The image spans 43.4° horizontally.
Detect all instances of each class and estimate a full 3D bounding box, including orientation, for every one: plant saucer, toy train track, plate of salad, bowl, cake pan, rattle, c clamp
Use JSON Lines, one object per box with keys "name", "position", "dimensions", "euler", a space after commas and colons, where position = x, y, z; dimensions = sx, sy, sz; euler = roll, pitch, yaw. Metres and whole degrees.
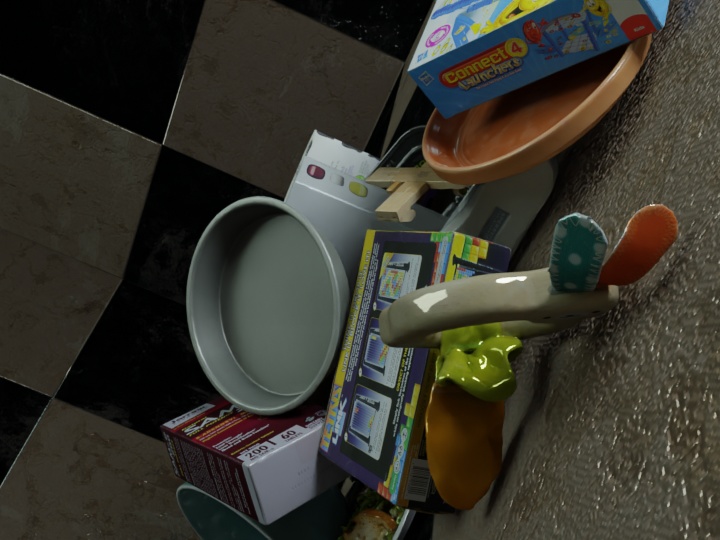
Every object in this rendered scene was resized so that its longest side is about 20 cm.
{"name": "plant saucer", "position": [0.136, -0.140, 0.710], "dimensions": [0.199, 0.032, 0.201], "euler": [-34, 27, 20]}
{"name": "toy train track", "position": [0.082, -0.092, 0.785], "dimensions": [0.114, 0.033, 0.200], "euler": [6, 40, 42]}
{"name": "plate of salad", "position": [0.019, 0.190, 0.827], "dimensions": [0.200, 0.048, 0.202], "euler": [-158, 89, -84]}
{"name": "bowl", "position": [-0.088, 0.261, 0.958], "dimensions": [0.105, 0.200, 0.201], "euler": [-48, -4, -31]}
{"name": "cake pan", "position": [-0.086, 0.032, 0.851], "dimensions": [0.037, 0.200, 0.202], "euler": [-3, -56, -52]}
{"name": "rattle", "position": [0.100, 0.058, 0.530], "dimensions": [0.199, 0.129, 0.145], "euler": [-16, 58, 47]}
{"name": "c clamp", "position": [0.064, -0.055, 1.032], "dimensions": [0.201, 0.171, 0.027], "euler": [-54, -23, 18]}

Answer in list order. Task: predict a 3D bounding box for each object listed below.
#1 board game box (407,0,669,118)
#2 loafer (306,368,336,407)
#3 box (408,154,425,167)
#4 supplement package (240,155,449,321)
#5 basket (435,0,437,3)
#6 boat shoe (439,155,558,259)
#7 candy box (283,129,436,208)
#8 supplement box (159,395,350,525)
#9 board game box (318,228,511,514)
{"name": "board game box", "position": [0.150, -0.236, 0.715], "dimensions": [0.194, 0.056, 0.202], "euler": [-17, 41, 43]}
{"name": "loafer", "position": [-0.047, 0.126, 0.981], "dimensions": [0.071, 0.197, 0.074], "euler": [66, -161, -61]}
{"name": "box", "position": [0.062, -0.118, 1.183], "dimensions": [0.193, 0.048, 0.200], "euler": [-40, 2, -11]}
{"name": "supplement package", "position": [0.000, 0.000, 0.937], "dimensions": [0.111, 0.198, 0.157], "euler": [-85, 18, -70]}
{"name": "basket", "position": [0.150, -0.290, 0.935], "dimensions": [0.200, 0.137, 0.178], "euler": [113, 171, -63]}
{"name": "boat shoe", "position": [0.110, -0.043, 0.792], "dimensions": [0.069, 0.071, 0.201], "euler": [-51, -11, -50]}
{"name": "candy box", "position": [-0.011, -0.084, 1.312], "dimensions": [0.072, 0.198, 0.170], "euler": [-174, 108, -83]}
{"name": "supplement box", "position": [-0.101, 0.168, 0.865], "dimensions": [0.199, 0.108, 0.062], "euler": [1, 111, 56]}
{"name": "board game box", "position": [0.038, 0.071, 0.726], "dimensions": [0.165, 0.056, 0.203], "euler": [-171, 94, -68]}
